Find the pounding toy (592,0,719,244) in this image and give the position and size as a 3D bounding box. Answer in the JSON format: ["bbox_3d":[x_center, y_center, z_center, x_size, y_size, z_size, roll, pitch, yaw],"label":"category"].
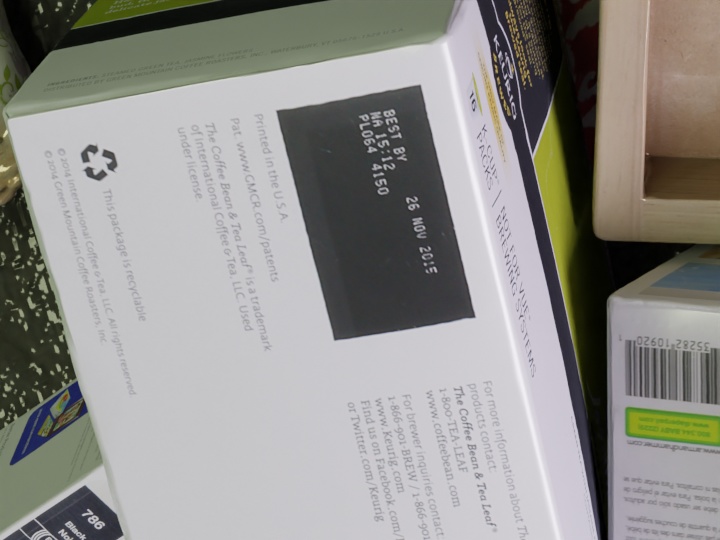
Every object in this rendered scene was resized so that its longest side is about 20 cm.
[{"bbox_3d":[0.168,-0.126,0.854,0.184,0.142,0.200,2,117,5],"label":"pounding toy"}]

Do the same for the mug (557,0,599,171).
[{"bbox_3d":[0.068,-0.102,0.965,0.177,0.133,0.200,32,113,24],"label":"mug"}]

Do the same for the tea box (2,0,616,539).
[{"bbox_3d":[0.000,0.000,0.857,0.134,0.197,0.200,-8,110,14],"label":"tea box"}]

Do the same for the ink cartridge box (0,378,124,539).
[{"bbox_3d":[-0.091,0.065,1.086,0.200,0.099,0.039,-35,111,29],"label":"ink cartridge box"}]

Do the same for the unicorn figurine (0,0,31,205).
[{"bbox_3d":[-0.179,-0.110,1.135,0.137,0.074,0.200,-27,83,20],"label":"unicorn figurine"}]

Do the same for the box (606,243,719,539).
[{"bbox_3d":[0.167,0.038,0.880,0.112,0.200,0.101,5,105,27],"label":"box"}]
